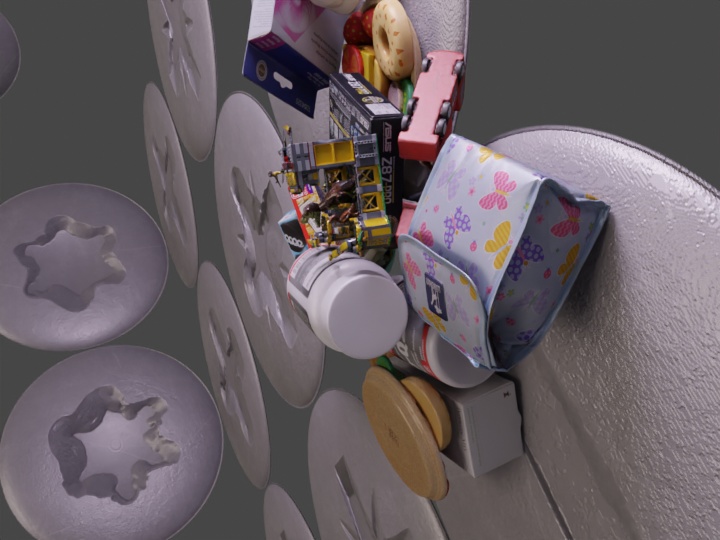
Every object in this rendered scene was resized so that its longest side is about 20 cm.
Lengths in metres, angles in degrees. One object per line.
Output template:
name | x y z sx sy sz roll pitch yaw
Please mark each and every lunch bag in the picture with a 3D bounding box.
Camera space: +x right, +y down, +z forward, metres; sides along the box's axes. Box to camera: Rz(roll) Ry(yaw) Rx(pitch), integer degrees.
lunch bag | 0.128 -0.017 0.743 0.170 0.126 0.201 43 115 53

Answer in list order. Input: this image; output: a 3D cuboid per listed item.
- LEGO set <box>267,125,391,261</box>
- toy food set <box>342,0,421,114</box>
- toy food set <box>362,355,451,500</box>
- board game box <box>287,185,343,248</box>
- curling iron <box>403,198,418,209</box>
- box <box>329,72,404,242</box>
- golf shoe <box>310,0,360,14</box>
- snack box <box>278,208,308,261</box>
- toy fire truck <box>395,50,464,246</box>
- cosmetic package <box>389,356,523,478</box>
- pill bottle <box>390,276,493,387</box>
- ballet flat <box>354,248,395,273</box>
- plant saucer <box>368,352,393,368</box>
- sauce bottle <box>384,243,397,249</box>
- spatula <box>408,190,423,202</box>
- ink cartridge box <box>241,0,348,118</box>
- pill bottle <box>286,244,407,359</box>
LEGO set | -0.050 -0.086 0.829 0.200 0.115 0.155 -141 44 -67
toy food set | 0.025 -0.272 0.987 0.200 0.048 0.200 41 138 53
toy food set | 0.062 0.209 0.956 0.198 0.048 0.202 32 142 57
board game box | -0.050 -0.037 1.192 0.152 0.046 0.202 46 -157 -75
curling iron | 0.037 -0.085 0.995 0.199 0.025 0.050 22 97 31
box | 0.003 -0.148 0.915 0.200 0.049 0.163 -122 29 -57
golf shoe | -0.012 -0.424 0.911 0.075 0.091 0.201 48 126 29
snack box | -0.078 -0.007 1.240 0.116 0.037 0.201 -79 -34 -77
toy fire truck | 0.084 -0.140 0.842 0.141 0.048 0.201 74 -150 -56
cosmetic package | 0.124 0.180 0.970 0.200 0.084 0.109 21 125 64
pill bottle | 0.089 0.071 0.937 0.200 0.113 0.115 18 118 63
ballet flat | 0.000 0.000 1.064 0.067 0.200 0.071 24 122 12
plant saucer | 0.050 0.123 1.173 0.200 0.035 0.202 42 139 53
sauce bottle | 0.017 -0.128 1.064 0.201 0.066 0.066 63 153 20
spatula | 0.110 -0.103 0.933 0.057 0.020 0.200 61 161 -7
ink cartridge box | -0.081 -0.334 0.992 0.043 0.196 0.202 6 87 25
pill bottle | -0.018 0.036 0.882 0.200 0.113 0.115 -149 50 -70
